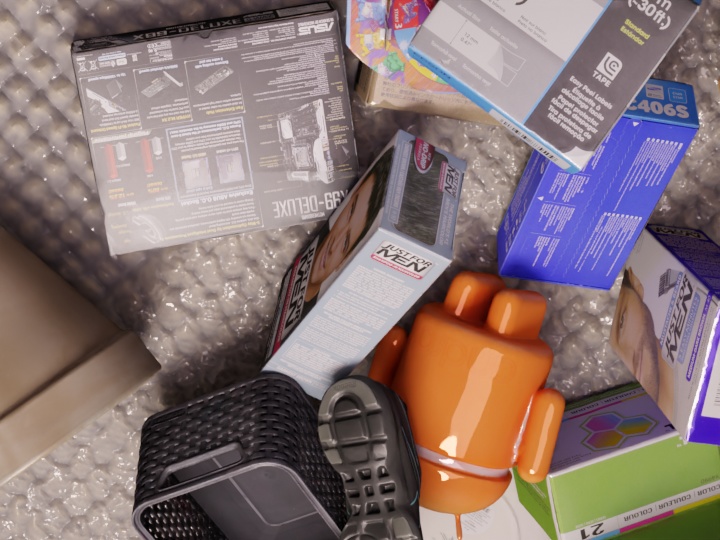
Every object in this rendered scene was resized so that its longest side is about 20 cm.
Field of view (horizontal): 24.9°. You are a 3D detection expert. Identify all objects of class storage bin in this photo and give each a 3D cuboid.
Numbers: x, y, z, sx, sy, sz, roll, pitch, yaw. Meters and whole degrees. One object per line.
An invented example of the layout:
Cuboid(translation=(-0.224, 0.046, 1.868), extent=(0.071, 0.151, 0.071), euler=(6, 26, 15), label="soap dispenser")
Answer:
Cuboid(translation=(-0.072, 0.189, 1.253), extent=(0.135, 0.094, 0.200), euler=(-21, 128, 16), label="storage bin")

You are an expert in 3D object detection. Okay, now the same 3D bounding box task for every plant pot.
Cuboid(translation=(-0.276, 0.061, 1.187), extent=(0.200, 0.200, 0.174), euler=(-36, 93, 4), label="plant pot")

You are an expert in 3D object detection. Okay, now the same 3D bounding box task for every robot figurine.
Cuboid(translation=(0.078, 0.102, 1.274), extent=(0.143, 0.117, 0.201), euler=(17, 97, -8), label="robot figurine")

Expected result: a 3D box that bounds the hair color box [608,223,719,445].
Cuboid(translation=(0.254, 0.045, 1.240), extent=(0.065, 0.200, 0.110), euler=(8, 106, -9), label="hair color box")

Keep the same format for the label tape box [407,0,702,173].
Cuboid(translation=(0.145, -0.187, 1.088), extent=(0.143, 0.066, 0.200), euler=(36, 94, 1), label="label tape box")

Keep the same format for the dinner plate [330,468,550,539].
Cuboid(translation=(0.067, 0.228, 1.365), extent=(0.199, 0.024, 0.201), euler=(-3, 107, -9), label="dinner plate")

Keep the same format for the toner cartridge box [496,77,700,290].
Cuboid(translation=(0.173, -0.064, 1.218), extent=(0.095, 0.043, 0.200), euler=(7, 143, -10), label="toner cartridge box")

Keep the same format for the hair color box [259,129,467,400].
Cuboid(translation=(0.000, 0.000, 1.192), extent=(0.060, 0.099, 0.200), euler=(25, 137, -15), label="hair color box")

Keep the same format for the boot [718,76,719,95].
Cuboid(translation=(0.360, -0.122, 1.281), extent=(0.143, 0.071, 0.202), euler=(-16, 106, 3), label="boot")

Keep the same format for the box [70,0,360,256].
Cuboid(translation=(-0.104, -0.107, 1.219), extent=(0.199, 0.050, 0.158), euler=(-10, 109, -5), label="box")

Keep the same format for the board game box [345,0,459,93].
Cuboid(translation=(0.072, -0.219, 1.135), extent=(0.157, 0.039, 0.201), euler=(0, 107, -8), label="board game box")

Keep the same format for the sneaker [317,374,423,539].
Cuboid(translation=(0.022, 0.176, 1.190), extent=(0.075, 0.079, 0.201), euler=(-10, 80, 25), label="sneaker")

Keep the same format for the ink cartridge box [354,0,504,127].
Cuboid(translation=(0.108, -0.192, 1.210), extent=(0.199, 0.075, 0.165), euler=(8, 105, -10), label="ink cartridge box")

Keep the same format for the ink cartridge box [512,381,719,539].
Cuboid(translation=(0.218, 0.167, 1.267), extent=(0.147, 0.200, 0.076), euler=(-17, 109, -10), label="ink cartridge box")
